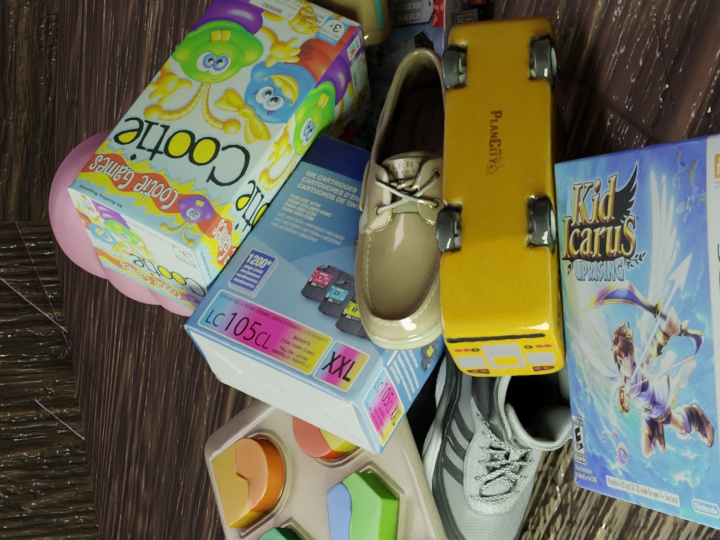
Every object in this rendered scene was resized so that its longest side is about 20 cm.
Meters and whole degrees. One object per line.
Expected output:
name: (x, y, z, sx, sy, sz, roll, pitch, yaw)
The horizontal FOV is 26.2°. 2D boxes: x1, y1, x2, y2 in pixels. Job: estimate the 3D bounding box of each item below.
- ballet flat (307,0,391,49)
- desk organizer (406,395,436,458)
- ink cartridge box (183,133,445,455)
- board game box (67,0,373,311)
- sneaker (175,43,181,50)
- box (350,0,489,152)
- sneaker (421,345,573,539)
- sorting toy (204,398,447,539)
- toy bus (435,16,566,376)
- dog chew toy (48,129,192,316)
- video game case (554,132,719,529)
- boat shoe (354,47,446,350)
ballet flat: (-0.041, -0.170, 1.129, 0.200, 0.069, 0.063, -9, 102, 63)
desk organizer: (0.060, 0.189, 1.081, 0.077, 0.072, 0.201, 150, 116, -74)
ink cartridge box: (0.000, 0.000, 1.012, 0.136, 0.200, 0.076, 22, 154, 26)
board game box: (-0.089, -0.084, 1.047, 0.200, 0.105, 0.103, -57, -20, -22)
sneaker: (-0.067, -0.098, 1.153, 0.074, 0.115, 0.200, 82, 169, -61)
box: (0.023, -0.146, 1.122, 0.200, 0.040, 0.137, 23, 116, 58)
sneaker: (0.089, 0.107, 0.954, 0.114, 0.075, 0.201, -136, 48, -69)
sorting toy: (-0.034, 0.151, 1.038, 0.185, 0.036, 0.200, -39, 50, 32)
toy bus: (0.084, -0.046, 0.893, 0.078, 0.065, 0.200, 58, -148, -59)
dog chew toy: (-0.161, -0.031, 1.213, 0.200, 0.124, 0.125, 38, 132, 44)
video game case: (0.159, 0.028, 0.769, 0.200, 0.045, 0.182, 178, 90, -73)
boat shoe: (0.030, -0.047, 0.946, 0.065, 0.072, 0.200, 64, -149, -52)
